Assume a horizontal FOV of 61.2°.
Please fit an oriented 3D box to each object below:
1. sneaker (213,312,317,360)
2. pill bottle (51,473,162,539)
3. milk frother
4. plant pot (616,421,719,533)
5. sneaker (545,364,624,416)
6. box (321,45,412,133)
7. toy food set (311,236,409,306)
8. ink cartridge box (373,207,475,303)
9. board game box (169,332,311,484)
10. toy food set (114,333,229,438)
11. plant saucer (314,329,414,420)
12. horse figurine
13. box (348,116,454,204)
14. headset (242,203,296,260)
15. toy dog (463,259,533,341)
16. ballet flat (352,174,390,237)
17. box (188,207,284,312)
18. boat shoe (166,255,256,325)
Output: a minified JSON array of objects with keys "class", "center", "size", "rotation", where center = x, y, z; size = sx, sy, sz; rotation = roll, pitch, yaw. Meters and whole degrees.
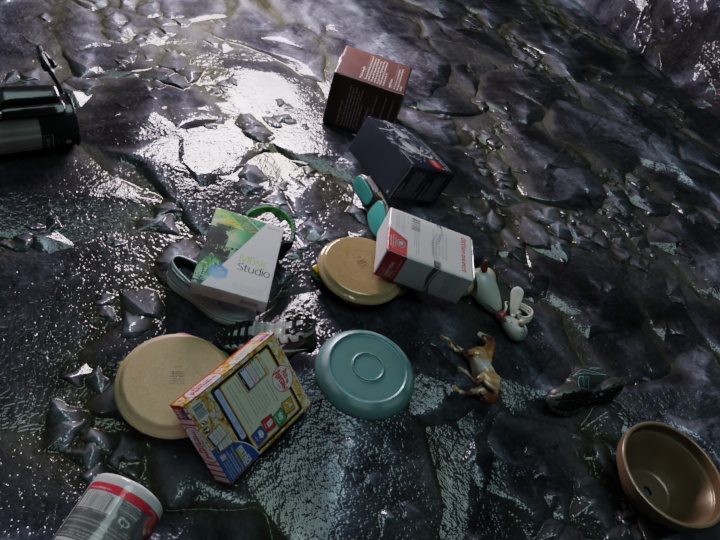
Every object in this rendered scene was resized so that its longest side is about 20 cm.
[{"class":"sneaker","center":[-0.169,0.136,1.123],"size":[0.199,0.091,0.067],"rotation":[-9,38,7]},{"class":"pill bottle","center":[-0.358,0.382,0.799],"size":[0.110,0.111,0.200],"rotation":[23,45,3]},{"class":"milk frother","center":[-0.729,-0.366,1.311],"size":[0.188,0.181,0.200],"rotation":[-17,59,-32]},{"class":"plant pot","center":[0.552,0.390,1.123],"size":[0.200,0.093,0.201],"rotation":[11,46,-11]},{"class":"sneaker","center":[0.446,0.242,1.251],"size":[0.199,0.076,0.079],"rotation":[-3,36,-30]},{"class":"box","center":[0.020,-0.490,1.700],"size":[0.199,0.165,0.166],"rotation":[18,46,-2]},{"class":"toy food set","center":[0.000,0.000,1.322],"size":[0.198,0.049,0.200],"rotation":[43,50,21]},{"class":"ink cartridge box","center":[0.137,-0.032,1.315],"size":[0.199,0.083,0.147],"rotation":[20,42,-11]},{"class":"board game box","center":[-0.187,0.219,0.995],"size":[0.200,0.046,0.152],"rotation":[-39,111,-41]},{"class":"toy food set","center":[-0.308,0.191,1.025],"size":[0.199,0.049,0.198],"rotation":[-11,56,-26]},{"class":"plant saucer","center":[0.013,0.190,1.166],"size":[0.199,0.027,0.201],"rotation":[10,46,-11]},{"class":"horse figurine","center":[0.232,0.196,1.213],"size":[0.132,0.050,0.200],"rotation":[21,34,-24]},{"class":"box","center":[0.104,-0.275,1.535],"size":[0.182,0.104,0.200],"rotation":[-2,46,-47]},{"class":"headset","center":[-0.209,-0.061,1.272],"size":[0.123,0.094,0.201],"rotation":[20,62,0]},{"class":"toy dog","center":[0.303,0.052,1.345],"size":[0.200,0.097,0.132],"rotation":[35,47,14]},{"class":"ballet flat","center":[0.044,-0.154,1.471],"size":[0.072,0.072,0.201],"rotation":[-5,52,-23]},{"class":"box","center":[-0.233,-0.024,1.173],"size":[0.144,0.036,0.201],"rotation":[17,46,-12]},{"class":"boat shoe","center":[-0.288,0.037,1.170],"size":[0.200,0.072,0.070],"rotation":[29,46,8]}]
